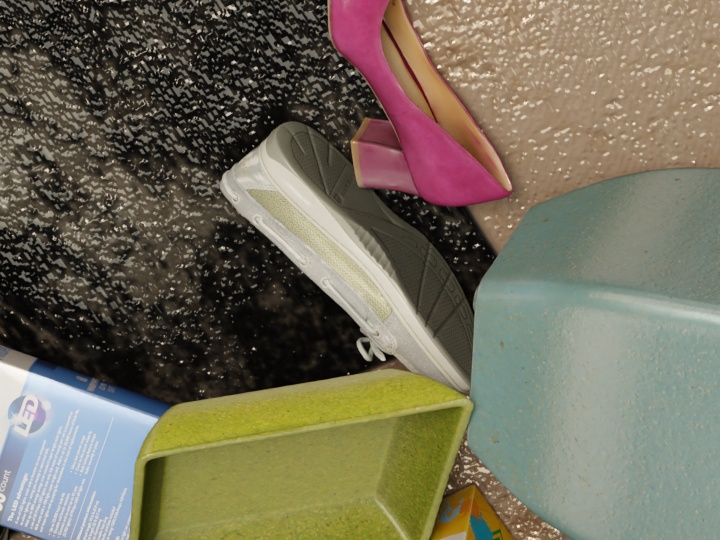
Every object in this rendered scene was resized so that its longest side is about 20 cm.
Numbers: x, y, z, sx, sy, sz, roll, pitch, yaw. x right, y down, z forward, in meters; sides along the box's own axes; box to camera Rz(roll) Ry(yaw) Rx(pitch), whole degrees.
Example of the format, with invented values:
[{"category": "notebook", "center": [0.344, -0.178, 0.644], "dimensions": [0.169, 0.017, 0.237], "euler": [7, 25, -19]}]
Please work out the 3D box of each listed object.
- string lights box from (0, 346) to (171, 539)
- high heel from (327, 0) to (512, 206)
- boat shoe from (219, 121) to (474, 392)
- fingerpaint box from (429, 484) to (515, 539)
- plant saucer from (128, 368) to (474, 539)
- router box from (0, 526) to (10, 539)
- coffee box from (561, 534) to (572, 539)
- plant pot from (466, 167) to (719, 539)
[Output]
[{"category": "string lights box", "center": [-0.166, 0.130, 1.390], "dimensions": [0.200, 0.059, 0.103], "euler": [20, 95, -4]}, {"category": "high heel", "center": [0.038, -0.125, 1.240], "dimensions": [0.096, 0.067, 0.200], "euler": [6, 135, 17]}, {"category": "boat shoe", "center": [-0.001, 0.000, 1.317], "dimensions": [0.065, 0.074, 0.202], "euler": [-36, 104, 31]}, {"category": "fingerpaint box", "center": [0.003, 0.250, 1.398], "dimensions": [0.200, 0.167, 0.073], "euler": [-28, 112, 22]}, {"category": "plant saucer", "center": [-0.046, 0.124, 1.292], "dimensions": [0.200, 0.048, 0.200], "euler": [-8, 148, -14]}, {"category": "router box", "center": [-0.345, 0.182, 1.484], "dimensions": [0.200, 0.051, 0.149], "euler": [12, 120, 1]}, {"category": "coffee box", "center": [0.183, 0.201, 1.321], "dimensions": [0.080, 0.200, 0.114], "euler": [36, 119, -10]}, {"category": "plant pot", "center": [0.172, 0.052, 1.254], "dimensions": [0.200, 0.196, 0.196], "euler": [11, 121, 18]}]
